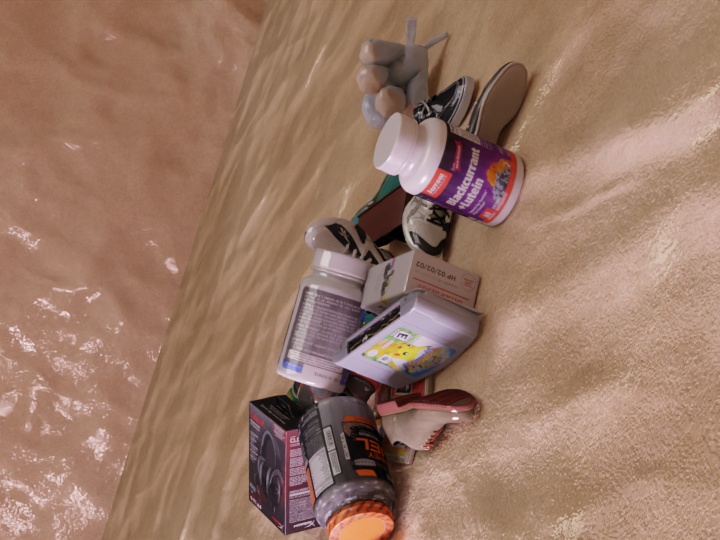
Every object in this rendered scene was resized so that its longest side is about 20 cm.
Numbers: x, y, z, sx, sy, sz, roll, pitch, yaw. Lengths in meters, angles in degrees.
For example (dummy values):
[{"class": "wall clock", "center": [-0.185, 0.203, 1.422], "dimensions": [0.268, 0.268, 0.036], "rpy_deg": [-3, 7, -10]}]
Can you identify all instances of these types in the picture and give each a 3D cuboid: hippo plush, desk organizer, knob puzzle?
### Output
[{"class": "hippo plush", "center": [0.045, -0.353, 2.033], "dimensions": [0.160, 0.157, 0.204], "rpy_deg": [-28, 45, 61]}, {"class": "desk organizer", "center": [0.059, -0.077, 1.857], "dimensions": [0.200, 0.071, 0.078], "rpy_deg": [-32, 44, 61]}, {"class": "knob puzzle", "center": [0.056, 0.187, 1.664], "dimensions": [0.221, 0.030, 0.222], "rpy_deg": [-55, 24, 38]}]

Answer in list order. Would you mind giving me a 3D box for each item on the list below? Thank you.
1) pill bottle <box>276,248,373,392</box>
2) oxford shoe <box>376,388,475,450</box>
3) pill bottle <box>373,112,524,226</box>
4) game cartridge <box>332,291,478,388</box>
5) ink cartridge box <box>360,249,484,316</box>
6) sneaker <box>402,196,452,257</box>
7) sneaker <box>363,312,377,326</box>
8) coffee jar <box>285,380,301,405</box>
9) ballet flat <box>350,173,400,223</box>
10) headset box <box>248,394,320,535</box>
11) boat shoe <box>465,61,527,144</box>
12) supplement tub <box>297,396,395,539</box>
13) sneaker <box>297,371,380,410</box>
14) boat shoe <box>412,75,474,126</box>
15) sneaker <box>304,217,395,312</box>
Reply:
[{"class": "pill bottle", "center": [-0.051, 0.076, 1.685], "dimensions": [0.114, 0.112, 0.204], "rpy_deg": [6, 79, 70]}, {"class": "oxford shoe", "center": [0.097, 0.207, 1.507], "dimensions": [0.199, 0.069, 0.076], "rpy_deg": [-16, 87, 60]}, {"class": "pill bottle", "center": [0.123, -0.148, 1.552], "dimensions": [0.112, 0.197, 0.113], "rpy_deg": [-53, 25, 39]}, {"class": "game cartridge", "center": [0.068, 0.103, 1.547], "dimensions": [0.199, 0.132, 0.041], "rpy_deg": [-39, 43, 42]}, {"class": "ink cartridge box", "center": [0.094, 0.028, 1.588], "dimensions": [0.199, 0.113, 0.069], "rpy_deg": [-21, 51, 64]}, {"class": "sneaker", "center": [0.119, -0.115, 1.719], "dimensions": [0.088, 0.075, 0.203], "rpy_deg": [-42, 34, 53]}, {"class": "sneaker", "center": [0.017, 0.104, 1.780], "dimensions": [0.080, 0.077, 0.200], "rpy_deg": [-53, 16, 12]}, {"class": "coffee jar", "center": [-0.065, 0.194, 1.903], "dimensions": [0.202, 0.084, 0.105], "rpy_deg": [-63, 28, 18]}, {"class": "ballet flat", "center": [0.044, -0.117, 1.979], "dimensions": [0.200, 0.067, 0.062], "rpy_deg": [-49, -1, 38]}, {"class": "headset box", "center": [-0.125, 0.311, 1.822], "dimensions": [0.148, 0.076, 0.204], "rpy_deg": [25, 118, 56]}, {"class": "boat shoe", "center": [0.187, -0.223, 1.649], "dimensions": [0.057, 0.066, 0.203], "rpy_deg": [44, 116, 58]}, {"class": "supplement tub", "center": [-0.019, 0.295, 1.595], "dimensions": [0.123, 0.121, 0.202], "rpy_deg": [-55, 35, 34]}, {"class": "sneaker", "center": [-0.051, 0.207, 1.763], "dimensions": [0.199, 0.077, 0.083], "rpy_deg": [-28, 29, 53]}, {"class": "boat shoe", "center": [0.122, -0.261, 1.867], "dimensions": [0.200, 0.067, 0.073], "rpy_deg": [-49, 28, 46]}, {"class": "sneaker", "center": [0.000, 0.000, 1.771], "dimensions": [0.079, 0.198, 0.130], "rpy_deg": [-41, 38, 14]}]
